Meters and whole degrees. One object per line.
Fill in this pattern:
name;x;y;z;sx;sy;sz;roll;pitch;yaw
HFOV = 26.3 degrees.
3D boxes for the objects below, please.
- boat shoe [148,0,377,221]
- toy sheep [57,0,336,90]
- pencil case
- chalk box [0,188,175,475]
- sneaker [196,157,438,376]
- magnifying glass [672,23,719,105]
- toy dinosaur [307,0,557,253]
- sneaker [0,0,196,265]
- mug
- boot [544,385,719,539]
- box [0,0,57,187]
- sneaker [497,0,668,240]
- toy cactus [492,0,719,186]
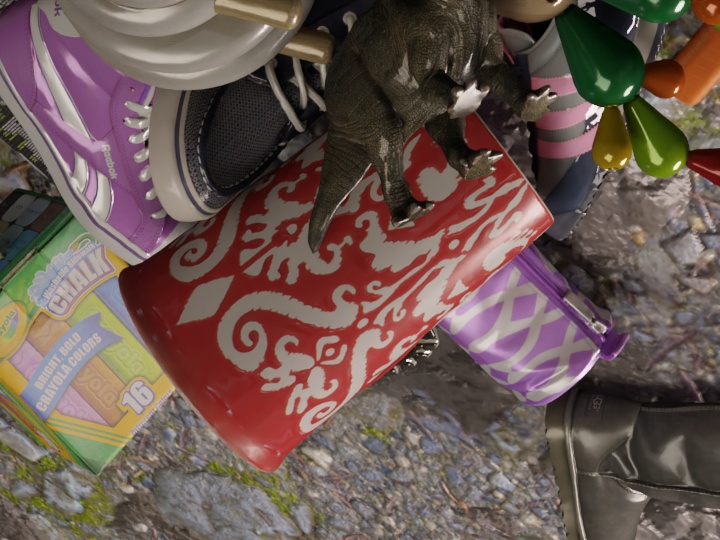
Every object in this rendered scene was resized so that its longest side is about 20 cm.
boat shoe;-0.034;-0.104;0.796;0.092;0.201;0.075;-5;132;27
toy sheep;-0.076;-0.144;0.687;0.137;0.139;0.200;22;177;9
pencil case;0.070;-0.004;0.933;0.200;0.084;0.085;42;150;-16
chalk box;-0.232;0.027;1.102;0.200;0.124;0.124;51;161;-28
sneaker;-0.032;-0.017;0.974;0.078;0.090;0.200;-32;124;20
magnifying glass;0.204;-0.147;0.738;0.079;0.022;0.200;30;141;-3
toy dinosaur;0.023;-0.088;0.697;0.103;0.077;0.200;60;146;27
sneaker;-0.130;-0.080;0.914;0.114;0.073;0.201;-11;128;36
mug;-0.007;-0.009;0.830;0.134;0.200;0.178;52;-174;2
boot;0.233;0.146;1.031;0.199;0.073;0.182;0;137;23
box;-0.175;-0.134;0.973;0.160;0.044;0.200;43;141;-17
sneaker;0.106;-0.103;0.809;0.082;0.070;0.201;18;134;4
toy cactus;0.110;-0.121;0.689;0.164;0.103;0.201;11;144;20
